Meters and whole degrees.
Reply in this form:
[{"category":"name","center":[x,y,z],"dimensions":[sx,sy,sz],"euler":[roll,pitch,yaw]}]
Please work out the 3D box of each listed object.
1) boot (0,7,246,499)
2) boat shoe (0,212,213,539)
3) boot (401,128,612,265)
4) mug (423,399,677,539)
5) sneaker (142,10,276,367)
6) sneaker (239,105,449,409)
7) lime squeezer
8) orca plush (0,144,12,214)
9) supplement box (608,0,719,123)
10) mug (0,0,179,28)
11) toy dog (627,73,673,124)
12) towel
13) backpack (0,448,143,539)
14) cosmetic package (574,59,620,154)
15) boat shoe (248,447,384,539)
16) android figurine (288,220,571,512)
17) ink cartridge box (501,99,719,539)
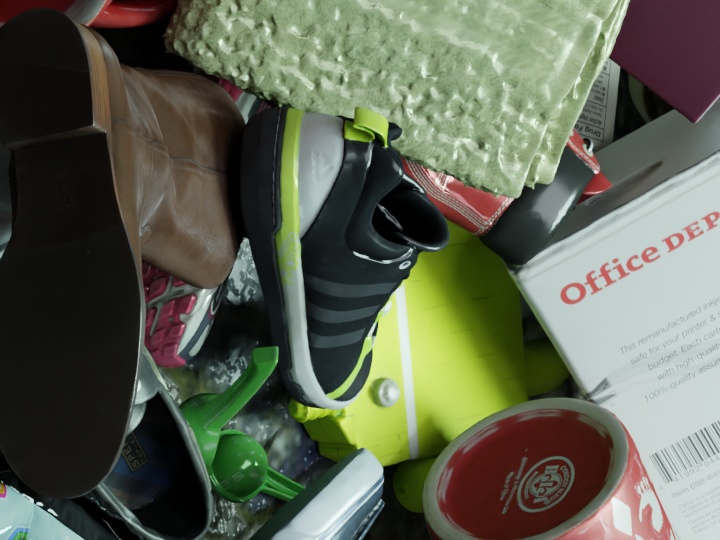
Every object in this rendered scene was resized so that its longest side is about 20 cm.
[{"category":"boot","center":[-0.088,-0.002,0.904],"dimensions":[0.200,0.064,0.187],"euler":[25,65,-76]},{"category":"boat shoe","center":[-0.113,0.051,0.965],"dimensions":[0.069,0.057,0.200],"euler":[-41,140,-12]},{"category":"boot","center":[0.073,-0.109,1.103],"dimensions":[0.144,0.072,0.200],"euler":[27,70,-17]},{"category":"mug","center":[0.120,0.184,1.127],"dimensions":[0.133,0.178,0.200],"euler":[-24,122,0]},{"category":"sneaker","center":[-0.062,-0.049,1.052],"dimensions":[0.075,0.081,0.200],"euler":[31,69,-44]},{"category":"sneaker","center":[0.000,0.000,1.009],"dimensions":[0.200,0.083,0.072],"euler":[76,14,-56]},{"category":"lime squeezer","center":[-0.051,0.082,1.077],"dimensions":[0.200,0.070,0.038],"euler":[65,7,-58]},{"category":"orca plush","center":[-0.167,-0.049,0.984],"dimensions":[0.105,0.071,0.200],"euler":[-35,115,12]},{"category":"supplement box","center":[0.175,-0.175,1.111],"dimensions":[0.110,0.086,0.200],"euler":[38,40,1]},{"category":"mug","center":[-0.104,-0.179,0.934],"dimensions":[0.178,0.133,0.200],"euler":[50,38,-25]},{"category":"toy dog","center":[0.231,-0.082,1.253],"dimensions":[0.200,0.194,0.140],"euler":[30,83,-38]},{"category":"towel","center":[0.024,-0.124,1.000],"dimensions":[0.200,0.036,0.149],"euler":[19,105,-21]},{"category":"backpack","center":[-0.160,0.129,0.925],"dimensions":[0.127,0.167,0.200],"euler":[-50,130,-12]},{"category":"cosmetic package","center":[0.087,-0.161,1.194],"dimensions":[0.103,0.073,0.200],"euler":[14,80,-42]},{"category":"boat shoe","center":[-0.036,0.180,1.035],"dimensions":[0.091,0.071,0.200],"euler":[43,71,-4]},{"category":"android figurine","center":[0.033,0.033,1.168],"dimensions":[0.200,0.041,0.183],"euler":[-7,95,-44]},{"category":"ink cartridge box","center":[0.179,0.025,1.170],"dimensions":[0.145,0.085,0.200],"euler":[-29,115,8]}]
